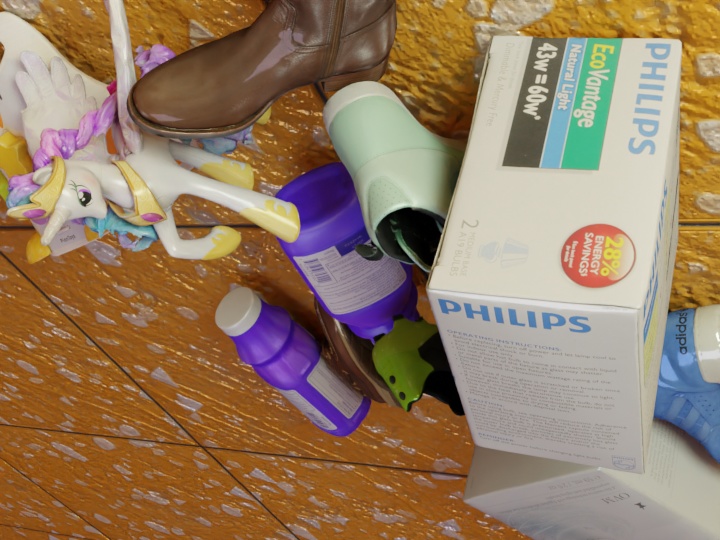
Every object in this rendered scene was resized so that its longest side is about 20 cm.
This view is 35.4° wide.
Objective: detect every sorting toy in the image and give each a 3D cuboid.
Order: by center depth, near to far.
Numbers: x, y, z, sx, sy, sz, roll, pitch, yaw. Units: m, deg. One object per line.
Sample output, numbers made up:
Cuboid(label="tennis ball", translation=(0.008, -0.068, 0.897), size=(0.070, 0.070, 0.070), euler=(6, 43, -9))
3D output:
Cuboid(label="sorting toy", translation=(-0.260, -0.113, 0.908), size=(0.198, 0.107, 0.181), euler=(-16, 117, 45))

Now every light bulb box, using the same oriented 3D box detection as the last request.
Cuboid(label="light bulb box", translation=(0.135, -0.009, 0.725), size=(0.123, 0.201, 0.201), euler=(5, 147, 19))

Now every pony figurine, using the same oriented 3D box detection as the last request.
Cuboid(label="pony figurine", translation=(-0.153, -0.095, 0.779), size=(0.197, 0.196, 0.166), euler=(5, 148, -35))

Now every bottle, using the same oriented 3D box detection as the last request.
Cuboid(label="bottle", translation=(0.000, 0.000, 0.925), size=(0.082, 0.066, 0.201), euler=(-24, 139, 8))
Cuboid(label="bottle", translation=(-0.068, 0.091, 1.131), size=(0.083, 0.066, 0.200), euler=(26, 164, 49))

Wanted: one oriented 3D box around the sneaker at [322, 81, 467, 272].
Cuboid(label="sneaker", translation=(0.052, -0.035, 0.773), size=(0.073, 0.120, 0.199), euler=(-32, 146, 24))

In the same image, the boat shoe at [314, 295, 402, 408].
Cuboid(label="boat shoe", translation=(-0.006, 0.071, 1.066), size=(0.066, 0.073, 0.201), euler=(1, 149, 24))

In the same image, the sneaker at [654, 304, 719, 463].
Cuboid(label="sneaker", translation=(0.273, 0.108, 0.960), size=(0.109, 0.078, 0.201), euler=(-7, 137, 28))

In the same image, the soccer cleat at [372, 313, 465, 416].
Cuboid(label="soccer cleat", translation=(0.096, 0.076, 0.937), size=(0.197, 0.082, 0.068), euler=(-4, 147, -36))

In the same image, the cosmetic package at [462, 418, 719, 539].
Cuboid(label="cosmetic package", translation=(0.241, 0.194, 1.081), size=(0.198, 0.125, 0.199), euler=(29, 149, -21))

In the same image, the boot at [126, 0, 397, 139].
Cuboid(label="boot", translation=(-0.052, -0.167, 0.646), size=(0.184, 0.065, 0.201), euler=(-20, 158, -16))
